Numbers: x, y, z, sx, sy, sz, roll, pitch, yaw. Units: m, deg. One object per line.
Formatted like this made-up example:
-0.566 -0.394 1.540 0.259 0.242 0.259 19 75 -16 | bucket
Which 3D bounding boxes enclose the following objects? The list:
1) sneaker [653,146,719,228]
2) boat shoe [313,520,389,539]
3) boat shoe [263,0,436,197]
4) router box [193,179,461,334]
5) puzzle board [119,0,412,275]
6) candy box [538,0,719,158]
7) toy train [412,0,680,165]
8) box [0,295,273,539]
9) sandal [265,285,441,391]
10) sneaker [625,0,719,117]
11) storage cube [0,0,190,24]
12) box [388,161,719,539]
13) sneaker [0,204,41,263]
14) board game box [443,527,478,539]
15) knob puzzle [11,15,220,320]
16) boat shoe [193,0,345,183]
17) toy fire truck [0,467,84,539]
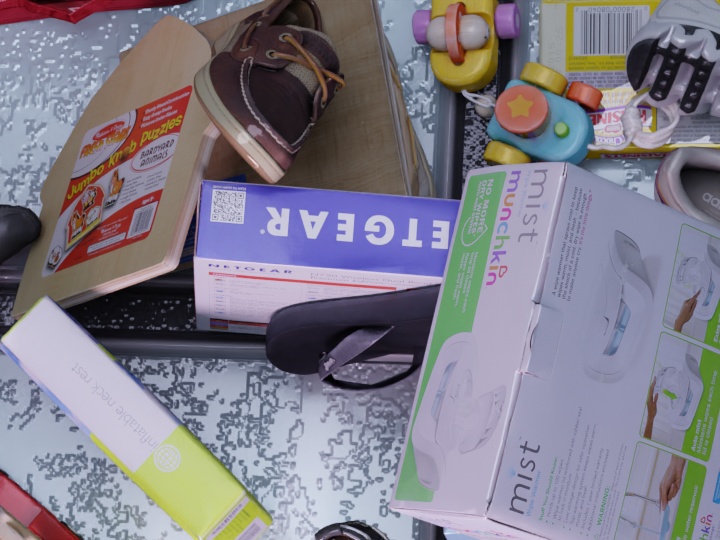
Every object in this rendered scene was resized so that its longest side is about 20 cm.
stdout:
0.271 -0.015 1.686 0.199 0.090 0.075 23 80 12 | sneaker
0.027 0.243 1.667 0.072 0.068 0.201 -29 77 -2 | boat shoe
-0.007 -0.118 1.753 0.074 0.069 0.201 -27 75 0 | boat shoe
0.000 0.000 1.653 0.199 0.180 0.049 5 75 -2 | router box
-0.061 -0.092 1.735 0.199 0.017 0.151 -16 79 32 | puzzle board
0.213 -0.122 1.751 0.199 0.026 0.103 0 79 7 | candy box
0.112 -0.153 1.731 0.150 0.056 0.201 -29 70 10 | toy train
-0.145 0.093 1.692 0.200 0.122 0.048 43 85 14 | box
0.012 0.044 1.630 0.200 0.076 0.043 -13 67 49 | sandal
0.265 -0.114 1.696 0.199 0.075 0.081 29 49 1 | sneaker
-0.203 -0.272 1.757 0.170 0.180 0.201 -6 75 5 | storage cube
0.129 0.062 1.526 0.176 0.097 0.201 20 78 -33 | box
-0.286 0.026 1.759 0.199 0.076 0.091 -30 84 6 | sneaker
0.149 0.110 1.663 0.199 0.105 0.104 -5 76 5 | board game box
-0.136 -0.069 1.723 0.030 0.219 0.220 29 79 -30 | knob puzzle
-0.047 -0.117 1.623 0.072 0.200 0.072 -39 105 15 | boat shoe
-0.198 0.172 1.670 0.200 0.141 0.049 39 84 13 | toy fire truck
